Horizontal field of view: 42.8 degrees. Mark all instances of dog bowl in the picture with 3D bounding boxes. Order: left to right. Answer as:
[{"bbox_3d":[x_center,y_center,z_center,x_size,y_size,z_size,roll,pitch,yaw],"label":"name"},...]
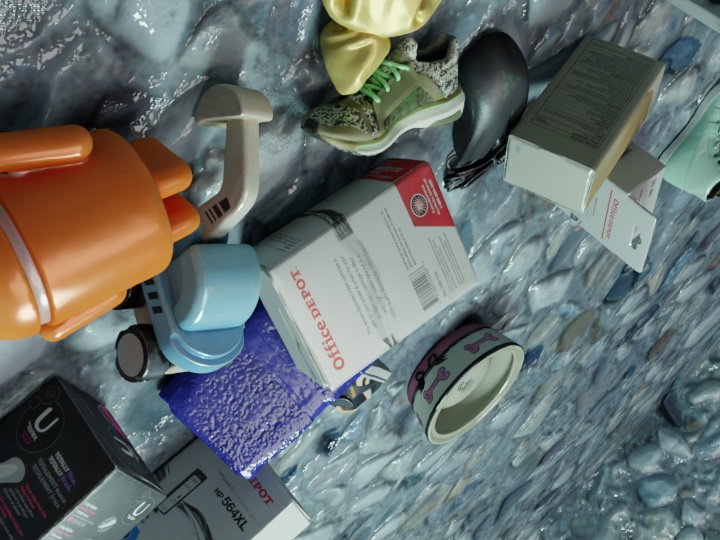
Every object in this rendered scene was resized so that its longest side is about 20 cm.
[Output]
[{"bbox_3d":[0.154,0.166,1.395,0.199,0.074,0.201,-32,148,-22],"label":"dog bowl"}]

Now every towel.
[{"bbox_3d":[-0.097,0.108,0.980,0.200,0.050,0.148,-43,109,-4],"label":"towel"}]

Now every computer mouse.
[{"bbox_3d":[0.150,-0.169,0.998,0.138,0.053,0.201,-37,149,-14],"label":"computer mouse"}]

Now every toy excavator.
[{"bbox_3d":[-0.125,-0.025,0.760,0.199,0.197,0.099,-30,162,35],"label":"toy excavator"}]

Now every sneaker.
[{"bbox_3d":[-0.027,0.123,1.106,0.080,0.078,0.200,-49,151,1],"label":"sneaker"},{"bbox_3d":[0.022,-0.170,0.831,0.199,0.076,0.090,-29,137,-40],"label":"sneaker"},{"bbox_3d":[0.566,-0.202,1.424,0.073,0.118,0.201,14,115,-55],"label":"sneaker"}]

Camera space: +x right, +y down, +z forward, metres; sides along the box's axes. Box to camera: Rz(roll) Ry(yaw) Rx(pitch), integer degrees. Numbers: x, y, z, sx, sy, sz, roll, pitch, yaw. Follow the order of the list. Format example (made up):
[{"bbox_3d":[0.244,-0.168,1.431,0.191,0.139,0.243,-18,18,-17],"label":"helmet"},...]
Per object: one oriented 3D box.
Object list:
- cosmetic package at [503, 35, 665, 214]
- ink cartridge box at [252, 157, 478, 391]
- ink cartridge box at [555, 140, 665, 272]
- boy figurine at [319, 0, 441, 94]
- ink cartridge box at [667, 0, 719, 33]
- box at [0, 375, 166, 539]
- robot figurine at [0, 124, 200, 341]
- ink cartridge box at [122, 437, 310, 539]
[{"bbox_3d":[0.250,-0.166,1.023,0.200,0.104,0.072,-49,155,-30],"label":"cosmetic package"},{"bbox_3d":[0.000,0.000,0.920,0.199,0.083,0.146,-34,113,-20],"label":"ink cartridge box"},{"bbox_3d":[0.294,-0.106,1.110,0.066,0.200,0.116,-35,150,-17],"label":"ink cartridge box"},{"bbox_3d":[0.019,-0.234,0.731,0.123,0.065,0.201,-3,134,-24],"label":"boy figurine"},{"bbox_3d":[0.422,-0.342,0.984,0.174,0.200,0.043,-50,149,8],"label":"ink cartridge box"},{"bbox_3d":[-0.298,0.217,0.828,0.200,0.122,0.106,-42,150,-6],"label":"box"},{"bbox_3d":[-0.214,-0.028,0.646,0.199,0.117,0.144,-30,174,-28],"label":"robot figurine"},{"bbox_3d":[-0.180,0.289,1.045,0.199,0.146,0.085,-40,148,-11],"label":"ink cartridge box"}]
